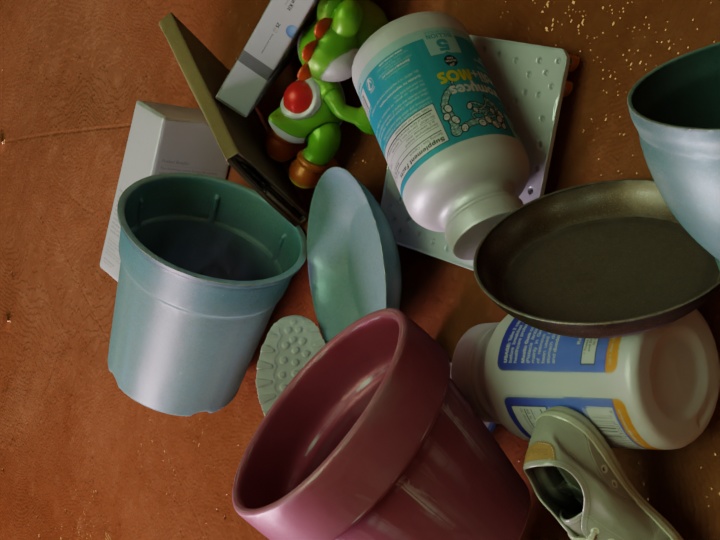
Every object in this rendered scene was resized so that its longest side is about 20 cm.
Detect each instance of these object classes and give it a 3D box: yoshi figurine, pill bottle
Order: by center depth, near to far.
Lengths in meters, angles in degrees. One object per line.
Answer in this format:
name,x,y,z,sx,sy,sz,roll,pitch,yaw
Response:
pill bottle,0.168,0.080,1.041,0.199,0.111,0.113,-4,85,50
pill bottle,0.073,-0.111,1.123,0.111,0.110,0.201,-45,57,39
yoshi figurine,-0.023,-0.187,1.316,0.112,0.112,0.201,-82,10,-52

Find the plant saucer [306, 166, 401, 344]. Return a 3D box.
plant saucer,0.000,0.000,1.273,0.201,0.038,0.203,173,90,-68

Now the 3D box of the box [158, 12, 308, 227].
box,-0.131,-0.155,1.378,0.021,0.163,0.201,-32,60,9

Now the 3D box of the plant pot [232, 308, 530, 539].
plant pot,0.028,0.162,1.046,0.200,0.179,0.200,-44,16,16

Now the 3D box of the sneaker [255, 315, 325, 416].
sneaker,-0.063,0.147,1.339,0.081,0.076,0.202,92,173,-76

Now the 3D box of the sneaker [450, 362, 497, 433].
sneaker,0.049,0.167,1.168,0.201,0.082,0.074,-62,9,6

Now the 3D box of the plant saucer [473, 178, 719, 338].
plant saucer,0.183,-0.007,0.987,0.200,0.199,0.032,27,139,47

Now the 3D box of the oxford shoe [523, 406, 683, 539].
oxford shoe,0.185,0.192,0.990,0.200,0.058,0.075,52,146,-11

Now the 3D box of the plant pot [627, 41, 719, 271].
plant pot,0.284,-0.068,0.871,0.200,0.200,0.135,13,125,49

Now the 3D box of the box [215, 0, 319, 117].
box,-0.061,-0.265,1.312,0.201,0.041,0.156,-56,5,32

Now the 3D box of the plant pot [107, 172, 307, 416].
plant pot,-0.176,0.033,1.406,0.200,0.199,0.197,49,132,39

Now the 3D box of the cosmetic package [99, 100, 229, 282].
cosmetic package,-0.220,-0.083,1.517,0.071,0.101,0.201,33,112,46

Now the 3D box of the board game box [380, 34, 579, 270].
board game box,0.102,-0.107,1.195,0.199,0.026,0.202,21,104,49
